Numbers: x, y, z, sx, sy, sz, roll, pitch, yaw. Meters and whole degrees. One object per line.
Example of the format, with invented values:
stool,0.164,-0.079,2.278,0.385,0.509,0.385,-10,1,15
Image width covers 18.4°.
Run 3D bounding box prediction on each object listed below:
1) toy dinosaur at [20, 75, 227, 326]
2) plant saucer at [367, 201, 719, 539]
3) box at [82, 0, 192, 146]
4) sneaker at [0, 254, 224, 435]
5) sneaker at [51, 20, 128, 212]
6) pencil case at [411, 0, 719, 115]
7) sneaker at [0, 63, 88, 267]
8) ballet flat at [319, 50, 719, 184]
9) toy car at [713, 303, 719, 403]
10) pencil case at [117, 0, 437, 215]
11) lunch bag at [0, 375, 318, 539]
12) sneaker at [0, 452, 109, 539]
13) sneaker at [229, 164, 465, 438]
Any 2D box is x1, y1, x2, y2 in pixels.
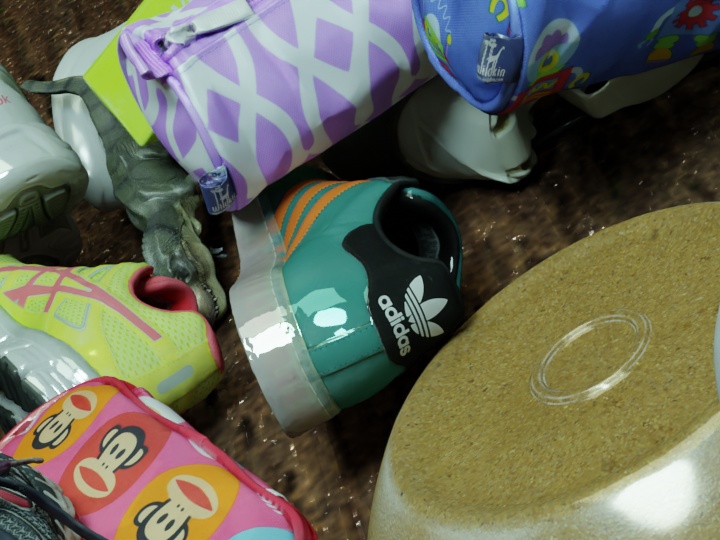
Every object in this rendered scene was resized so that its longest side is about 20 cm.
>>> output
toy dinosaur,-0.081,-0.048,0.997,0.088,0.048,0.200,-8,35,-24
plant saucer,0.078,0.038,0.682,0.200,0.036,0.200,-28,26,15
box,-0.020,-0.142,0.937,0.200,0.048,0.122,-46,-9,30
sneaker,-0.111,0.030,0.910,0.090,0.078,0.200,-28,25,-15
sneaker,-0.085,-0.109,1.109,0.099,0.075,0.200,-16,31,38
pencil case,0.115,-0.116,0.779,0.199,0.087,0.078,-18,63,-17
sneaker,-0.177,-0.046,1.025,0.078,0.100,0.200,-22,-12,-24
ballet flat,0.070,-0.079,0.872,0.199,0.068,0.069,-29,33,15
toy car,0.172,0.056,0.421,0.199,0.175,0.151,-7,73,46
pencil case,0.000,-0.107,0.825,0.200,0.086,0.084,-37,50,-14
lunch bag,-0.093,0.131,0.687,0.176,0.082,0.200,-45,28,-10
sneaker,-0.115,0.080,0.621,0.081,0.075,0.200,-45,30,-14
sneaker,0.000,0.000,0.809,0.080,0.072,0.200,-23,18,4
